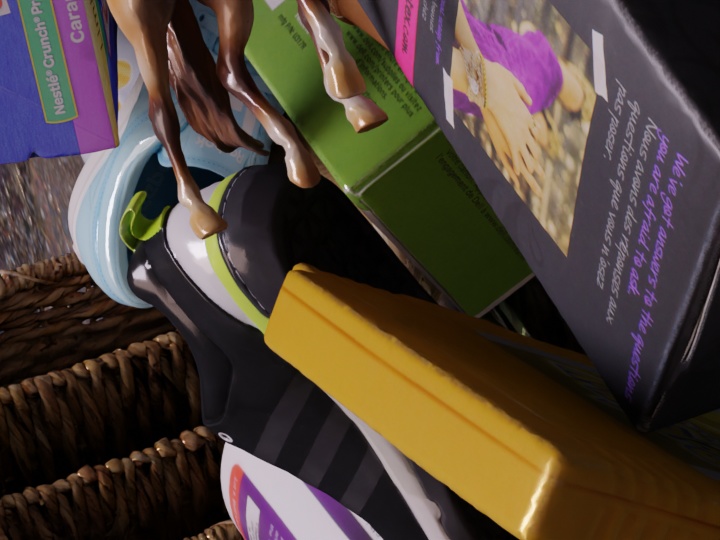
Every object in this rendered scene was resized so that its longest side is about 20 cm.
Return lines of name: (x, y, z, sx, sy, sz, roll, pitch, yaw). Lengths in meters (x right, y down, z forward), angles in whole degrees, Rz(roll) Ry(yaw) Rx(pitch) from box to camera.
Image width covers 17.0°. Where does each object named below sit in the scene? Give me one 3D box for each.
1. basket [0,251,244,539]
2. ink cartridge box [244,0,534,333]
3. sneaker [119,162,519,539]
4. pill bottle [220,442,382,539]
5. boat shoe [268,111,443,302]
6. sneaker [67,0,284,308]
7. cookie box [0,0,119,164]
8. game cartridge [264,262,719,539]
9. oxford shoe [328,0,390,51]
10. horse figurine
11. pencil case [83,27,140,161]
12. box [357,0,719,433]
basket: (-0.102, 0.080, 1.132, 0.143, 0.199, 0.149, -130, 30, -48)
ink cartridge box: (0.034, -0.050, 0.875, 0.200, 0.076, 0.148, 43, -171, -51)
sneaker: (-0.010, 0.041, 0.829, 0.083, 0.072, 0.200, -15, 123, 33)
pill bottle: (0.032, 0.118, 0.946, 0.200, 0.111, 0.112, 47, 148, 50)
boat shoe: (0.000, 0.000, 0.966, 0.074, 0.069, 0.200, -51, 30, 21)
sneaker: (-0.053, -0.071, 0.975, 0.200, 0.074, 0.082, -66, 26, 16)
cookie box: (-0.146, -0.154, 0.961, 0.200, 0.075, 0.172, -100, 1, -66)
game cartridge: (0.087, 0.055, 0.654, 0.176, 0.200, 0.033, 32, 100, 60)
oxford shoe: (0.004, -0.105, 0.745, 0.200, 0.071, 0.071, 50, 147, 9)
horse figurine: (-0.037, -0.089, 0.692, 0.133, 0.050, 0.200, 70, 158, 8)
pencil case: (-0.093, -0.075, 1.122, 0.083, 0.091, 0.200, -45, 58, 28)
box: (0.084, -0.078, 0.630, 0.200, 0.122, 0.106, 59, 154, 31)
